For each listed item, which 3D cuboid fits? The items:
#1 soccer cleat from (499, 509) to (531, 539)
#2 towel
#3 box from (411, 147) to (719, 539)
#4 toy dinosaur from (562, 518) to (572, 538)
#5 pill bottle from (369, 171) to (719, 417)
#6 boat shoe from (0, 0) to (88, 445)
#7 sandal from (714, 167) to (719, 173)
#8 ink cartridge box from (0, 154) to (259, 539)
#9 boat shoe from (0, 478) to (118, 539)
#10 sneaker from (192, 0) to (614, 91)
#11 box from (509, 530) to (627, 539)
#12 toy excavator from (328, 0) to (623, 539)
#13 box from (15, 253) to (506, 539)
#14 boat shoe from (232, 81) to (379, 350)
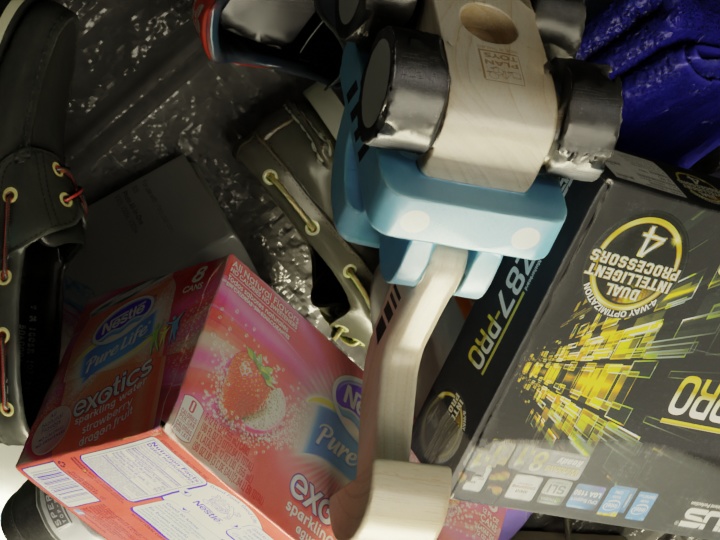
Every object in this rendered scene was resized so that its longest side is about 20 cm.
[{"bbox_3d":[0.100,0.078,1.238,0.066,0.077,0.201,10,116,-28],"label":"soccer cleat"},{"bbox_3d":[0.134,-0.075,1.093,0.147,0.050,0.200,-40,163,22],"label":"towel"},{"bbox_3d":[0.138,0.037,1.012,0.199,0.049,0.162,13,115,-34],"label":"box"},{"bbox_3d":[0.175,0.086,1.282,0.101,0.077,0.201,12,113,-21],"label":"toy dinosaur"},{"bbox_3d":[0.114,0.021,1.094,0.198,0.114,0.115,-17,128,-18],"label":"pill bottle"},{"bbox_3d":[-0.149,-0.022,1.009,0.074,0.062,0.203,37,62,-75],"label":"boat shoe"},{"bbox_3d":[0.183,0.037,1.201,0.059,0.079,0.208,21,74,0],"label":"sandal"},{"bbox_3d":[-0.131,0.059,1.108,0.199,0.088,0.146,-30,130,-7],"label":"ink cartridge box"},{"bbox_3d":[-0.085,0.122,1.077,0.066,0.071,0.199,-27,157,37],"label":"boat shoe"},{"bbox_3d":[0.020,-0.115,1.016,0.198,0.085,0.076,-3,118,8],"label":"sneaker"},{"bbox_3d":[0.079,0.197,1.308,0.198,0.082,0.069,8,118,-28],"label":"box"},{"bbox_3d":[0.029,-0.010,0.942,0.099,0.195,0.201,7,133,-17],"label":"toy excavator"},{"bbox_3d":[-0.039,0.095,1.004,0.102,0.095,0.200,-16,132,42],"label":"box"},{"bbox_3d":[-0.001,-0.001,1.141,0.060,0.072,0.203,-30,123,-5],"label":"boat shoe"}]
